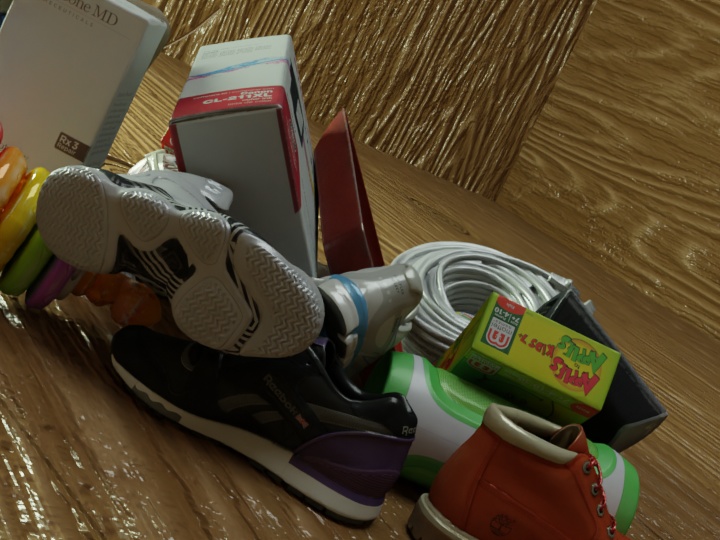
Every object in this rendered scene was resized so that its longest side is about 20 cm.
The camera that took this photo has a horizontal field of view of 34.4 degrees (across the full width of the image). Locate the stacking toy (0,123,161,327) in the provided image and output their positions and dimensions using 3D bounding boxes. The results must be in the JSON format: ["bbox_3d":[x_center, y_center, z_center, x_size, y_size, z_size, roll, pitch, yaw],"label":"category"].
[{"bbox_3d":[-0.217,-0.020,0.769,0.199,0.110,0.116,35,22,-19],"label":"stacking toy"}]

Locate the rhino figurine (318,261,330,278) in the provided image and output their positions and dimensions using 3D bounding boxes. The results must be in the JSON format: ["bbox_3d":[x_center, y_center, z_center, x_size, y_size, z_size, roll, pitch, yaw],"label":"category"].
[{"bbox_3d":[-0.060,0.024,1.028,0.087,0.060,0.200,26,14,17],"label":"rhino figurine"}]

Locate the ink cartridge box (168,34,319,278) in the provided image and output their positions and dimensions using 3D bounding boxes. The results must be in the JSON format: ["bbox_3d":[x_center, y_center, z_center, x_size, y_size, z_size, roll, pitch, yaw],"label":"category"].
[{"bbox_3d":[-0.082,-0.084,0.891,0.082,0.147,0.201,-9,25,3],"label":"ink cartridge box"}]

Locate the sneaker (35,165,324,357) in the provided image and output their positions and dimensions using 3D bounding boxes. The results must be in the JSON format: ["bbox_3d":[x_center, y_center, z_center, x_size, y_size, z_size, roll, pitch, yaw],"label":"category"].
[{"bbox_3d":[-0.095,-0.013,0.728,0.198,0.076,0.115,25,15,18],"label":"sneaker"}]

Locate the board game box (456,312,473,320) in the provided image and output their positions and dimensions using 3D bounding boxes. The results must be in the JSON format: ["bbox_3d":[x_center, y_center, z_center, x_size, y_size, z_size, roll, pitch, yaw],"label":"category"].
[{"bbox_3d":[0.128,0.079,1.296,0.152,0.041,0.200,31,11,17],"label":"board game box"}]

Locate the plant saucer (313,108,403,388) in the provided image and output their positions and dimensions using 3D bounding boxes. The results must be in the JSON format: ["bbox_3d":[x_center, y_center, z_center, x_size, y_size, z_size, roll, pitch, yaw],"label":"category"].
[{"bbox_3d":[0.000,0.000,0.953,0.036,0.201,0.201,-14,34,3],"label":"plant saucer"}]

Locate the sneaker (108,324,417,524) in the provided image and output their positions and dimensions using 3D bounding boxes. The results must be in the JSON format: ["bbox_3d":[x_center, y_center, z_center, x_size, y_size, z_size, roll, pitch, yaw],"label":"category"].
[{"bbox_3d":[-0.057,0.069,0.726,0.198,0.088,0.076,28,10,6],"label":"sneaker"}]

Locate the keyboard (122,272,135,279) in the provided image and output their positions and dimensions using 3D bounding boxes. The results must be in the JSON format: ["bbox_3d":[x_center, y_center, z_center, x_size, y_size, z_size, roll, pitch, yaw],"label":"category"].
[{"bbox_3d":[-0.215,-0.016,0.960,0.056,0.011,0.200,24,10,-19],"label":"keyboard"}]

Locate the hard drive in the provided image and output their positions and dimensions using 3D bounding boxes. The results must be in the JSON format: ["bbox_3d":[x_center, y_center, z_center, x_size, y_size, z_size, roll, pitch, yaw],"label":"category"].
[{"bbox_3d":[0.172,0.101,0.970,0.135,0.042,0.200,54,-17,11],"label":"hard drive"}]

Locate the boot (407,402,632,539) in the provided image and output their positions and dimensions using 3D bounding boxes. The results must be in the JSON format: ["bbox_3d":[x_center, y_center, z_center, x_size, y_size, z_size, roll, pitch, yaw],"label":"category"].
[{"bbox_3d":[0.140,0.159,0.746,0.198,0.108,0.075,26,8,-18],"label":"boot"}]

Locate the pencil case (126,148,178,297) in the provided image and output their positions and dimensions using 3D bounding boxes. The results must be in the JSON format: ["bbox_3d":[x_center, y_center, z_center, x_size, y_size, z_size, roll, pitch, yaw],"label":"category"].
[{"bbox_3d":[-0.169,-0.049,1.019,0.077,0.091,0.200,-6,19,-11],"label":"pencil case"}]

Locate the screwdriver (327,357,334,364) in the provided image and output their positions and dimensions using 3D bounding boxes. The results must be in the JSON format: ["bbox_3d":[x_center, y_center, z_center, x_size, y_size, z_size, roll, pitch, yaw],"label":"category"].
[{"bbox_3d":[-0.058,0.058,0.826,0.028,0.029,0.200,17,0,-23],"label":"screwdriver"}]

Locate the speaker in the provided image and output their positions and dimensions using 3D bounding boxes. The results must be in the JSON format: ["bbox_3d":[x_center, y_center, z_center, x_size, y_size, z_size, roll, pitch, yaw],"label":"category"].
[{"bbox_3d":[0.094,0.131,0.821,0.198,0.089,0.089,26,10,-9],"label":"speaker"}]

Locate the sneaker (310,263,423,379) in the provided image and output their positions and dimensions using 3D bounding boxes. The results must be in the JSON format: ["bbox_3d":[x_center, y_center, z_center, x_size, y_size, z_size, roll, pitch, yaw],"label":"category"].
[{"bbox_3d":[-0.003,0.042,0.825,0.076,0.086,0.200,66,-19,7],"label":"sneaker"}]

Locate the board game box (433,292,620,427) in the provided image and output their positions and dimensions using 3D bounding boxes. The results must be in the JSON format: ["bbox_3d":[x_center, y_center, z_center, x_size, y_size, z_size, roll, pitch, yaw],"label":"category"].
[{"bbox_3d":[0.112,0.090,0.891,0.101,0.048,0.200,25,-23,0],"label":"board game box"}]

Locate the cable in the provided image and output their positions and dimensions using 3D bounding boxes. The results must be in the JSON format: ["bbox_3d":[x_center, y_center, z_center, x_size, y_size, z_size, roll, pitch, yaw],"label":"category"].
[{"bbox_3d":[0.117,0.047,1.168,0.199,0.070,0.200,29,36,16],"label":"cable"}]

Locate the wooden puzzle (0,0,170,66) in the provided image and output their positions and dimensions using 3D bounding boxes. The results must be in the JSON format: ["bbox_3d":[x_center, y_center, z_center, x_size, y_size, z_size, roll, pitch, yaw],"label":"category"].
[{"bbox_3d":[-0.270,-0.152,0.975,0.184,0.201,0.046,14,29,-52],"label":"wooden puzzle"}]

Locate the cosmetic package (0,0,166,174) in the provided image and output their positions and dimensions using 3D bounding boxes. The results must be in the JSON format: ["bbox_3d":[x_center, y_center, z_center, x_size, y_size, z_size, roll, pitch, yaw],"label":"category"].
[{"bbox_3d":[-0.237,-0.120,0.880,0.101,0.202,0.074,26,10,-2],"label":"cosmetic package"}]

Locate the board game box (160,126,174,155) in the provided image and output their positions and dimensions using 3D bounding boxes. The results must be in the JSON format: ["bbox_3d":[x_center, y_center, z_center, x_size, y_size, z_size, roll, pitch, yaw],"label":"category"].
[{"bbox_3d":[-0.122,-0.080,1.186,0.150,0.047,0.200,27,-16,2],"label":"board game box"}]
